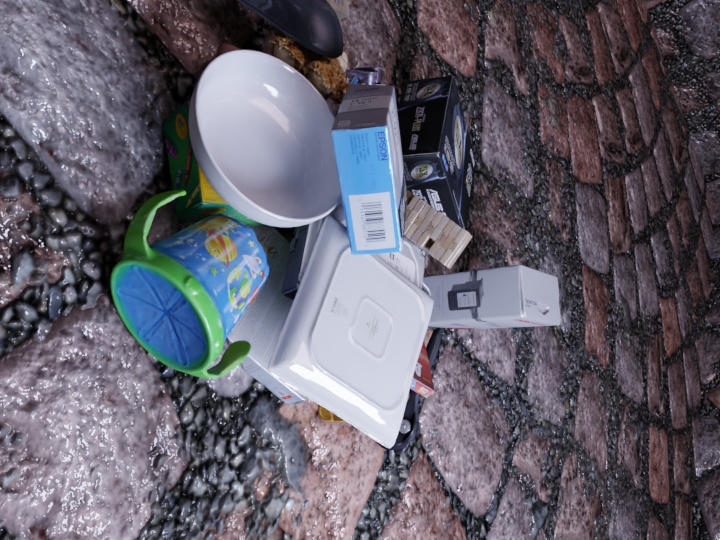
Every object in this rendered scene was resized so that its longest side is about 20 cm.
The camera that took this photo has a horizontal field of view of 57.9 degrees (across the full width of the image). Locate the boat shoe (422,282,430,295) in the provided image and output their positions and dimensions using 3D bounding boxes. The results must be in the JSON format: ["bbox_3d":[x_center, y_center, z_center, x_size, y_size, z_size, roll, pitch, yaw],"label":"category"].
[{"bbox_3d":[0.027,0.008,0.909,0.199,0.067,0.074,38,57,-39],"label":"boat shoe"}]

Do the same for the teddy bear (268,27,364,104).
[{"bbox_3d":[-0.054,-0.268,0.852,0.068,0.144,0.199,-59,163,15],"label":"teddy bear"}]

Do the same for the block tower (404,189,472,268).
[{"bbox_3d":[0.059,-0.082,0.894,0.058,0.199,0.054,-52,159,7],"label":"block tower"}]

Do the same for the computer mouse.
[{"bbox_3d":[-0.098,-0.329,0.784,0.197,0.053,0.139,33,25,1],"label":"computer mouse"}]

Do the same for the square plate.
[{"bbox_3d":[0.005,0.070,0.751,0.197,0.028,0.204,38,58,-31],"label":"square plate"}]

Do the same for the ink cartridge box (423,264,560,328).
[{"bbox_3d":[0.216,0.050,1.090,0.143,0.197,0.086,12,75,-48],"label":"ink cartridge box"}]

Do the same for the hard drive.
[{"bbox_3d":[0.000,0.000,0.812,0.198,0.037,0.143,29,58,-33],"label":"hard drive"}]

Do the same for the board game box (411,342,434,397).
[{"bbox_3d":[0.018,0.083,0.855,0.198,0.019,0.104,34,31,-30],"label":"board game box"}]

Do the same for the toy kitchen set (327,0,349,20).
[{"bbox_3d":[-0.084,-0.445,0.839,0.197,0.160,0.186,-4,87,-50],"label":"toy kitchen set"}]

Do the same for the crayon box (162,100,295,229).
[{"bbox_3d":[-0.132,-0.120,0.789,0.197,0.057,0.122,1,73,-48],"label":"crayon box"}]

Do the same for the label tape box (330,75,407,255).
[{"bbox_3d":[0.018,-0.132,0.763,0.202,0.064,0.146,-76,159,-57],"label":"label tape box"}]

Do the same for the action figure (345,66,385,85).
[{"bbox_3d":[0.013,-0.202,0.992,0.129,0.068,0.206,-30,121,-55],"label":"action figure"}]

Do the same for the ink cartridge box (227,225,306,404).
[{"bbox_3d":[-0.117,0.045,0.824,0.199,0.050,0.164,41,54,-20],"label":"ink cartridge box"}]

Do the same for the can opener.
[{"bbox_3d":[0.073,0.176,0.994,0.079,0.062,0.205,98,8,-81],"label":"can opener"}]

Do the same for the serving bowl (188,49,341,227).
[{"bbox_3d":[-0.107,-0.136,0.722,0.197,0.065,0.205,21,56,-35],"label":"serving bowl"}]

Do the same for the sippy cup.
[{"bbox_3d":[-0.168,0.012,0.685,0.138,0.180,0.131,30,45,11],"label":"sippy cup"}]

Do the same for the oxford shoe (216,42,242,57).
[{"bbox_3d":[-0.120,-0.211,0.847,0.198,0.070,0.075,26,89,-46],"label":"oxford shoe"}]

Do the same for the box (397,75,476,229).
[{"bbox_3d":[0.121,-0.175,1.051,0.201,0.084,0.167,62,35,-49],"label":"box"}]

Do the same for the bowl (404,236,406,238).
[{"bbox_3d":[0.031,0.026,0.996,0.198,0.039,0.207,12,74,-49],"label":"bowl"}]

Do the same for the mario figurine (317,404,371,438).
[{"bbox_3d":[0.008,0.146,0.857,0.200,0.103,0.127,23,81,-71],"label":"mario figurine"}]
